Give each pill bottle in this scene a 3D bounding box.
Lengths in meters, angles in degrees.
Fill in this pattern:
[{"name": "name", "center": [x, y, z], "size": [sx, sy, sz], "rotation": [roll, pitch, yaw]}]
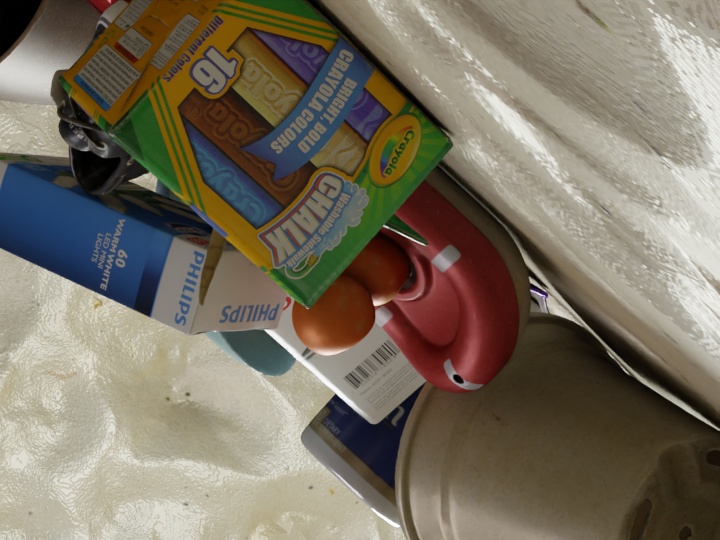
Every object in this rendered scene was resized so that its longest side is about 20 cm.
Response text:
[{"name": "pill bottle", "center": [0.057, 0.092, 1.632], "size": [0.111, 0.200, 0.111], "rotation": [42, 177, 2]}]

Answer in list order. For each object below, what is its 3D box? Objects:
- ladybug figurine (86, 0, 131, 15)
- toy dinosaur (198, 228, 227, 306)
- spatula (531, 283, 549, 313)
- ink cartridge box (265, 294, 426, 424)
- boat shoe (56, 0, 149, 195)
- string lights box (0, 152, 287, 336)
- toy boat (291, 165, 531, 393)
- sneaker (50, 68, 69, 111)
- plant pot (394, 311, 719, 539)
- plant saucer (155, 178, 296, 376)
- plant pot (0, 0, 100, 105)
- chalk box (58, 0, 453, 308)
[{"name": "ladybug figurine", "center": [-0.131, -0.180, 1.294], "size": [0.136, 0.072, 0.200], "rotation": [40, 177, 47]}, {"name": "toy dinosaur", "center": [-0.075, -0.092, 1.261], "size": [0.060, 0.106, 0.201], "rotation": [15, 115, 53]}, {"name": "spatula", "center": [0.142, 0.043, 1.489], "size": [0.200, 0.021, 0.057], "rotation": [43, 177, -27]}, {"name": "ink cartridge box", "center": [0.000, 0.000, 1.500], "size": [0.083, 0.147, 0.200], "rotation": [52, -176, 40]}, {"name": "boat shoe", "center": [-0.153, -0.096, 1.274], "size": [0.070, 0.066, 0.200], "rotation": [51, 164, 5]}, {"name": "string lights box", "center": [-0.153, -0.018, 1.390], "size": [0.200, 0.059, 0.103], "rotation": [22, -169, 28]}, {"name": "toy boat", "center": [0.007, 0.004, 1.316], "size": [0.200, 0.131, 0.131], "rotation": [42, 147, -1]}, {"name": "sneaker", "center": [-0.109, -0.104, 1.397], "size": [0.199, 0.075, 0.090], "rotation": [0, 164, 23]}, {"name": "plant pot", "center": [0.155, 0.146, 1.376], "size": [0.200, 0.201, 0.183], "rotation": [43, 167, -35]}, {"name": "plant saucer", "center": [-0.104, -0.014, 1.533], "size": [0.201, 0.039, 0.201], "rotation": [52, -152, -41]}, {"name": "plant pot", "center": [-0.225, -0.198, 1.589], "size": [0.187, 0.187, 0.200], "rotation": [41, -169, 36]}, {"name": "chalk box", "center": [-0.045, -0.072, 1.164], "size": [0.200, 0.124, 0.125], "rotation": [43, 178, -27]}]
